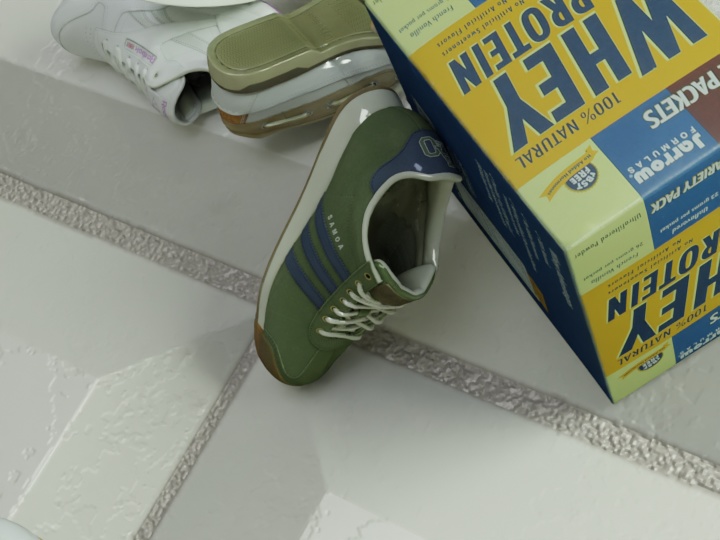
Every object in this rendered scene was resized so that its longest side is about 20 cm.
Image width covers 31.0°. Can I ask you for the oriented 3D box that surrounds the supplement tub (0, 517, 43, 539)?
[{"bbox_3d":[-0.196,0.213,0.693,0.144,0.200,0.145,-9,60,15],"label":"supplement tub"}]

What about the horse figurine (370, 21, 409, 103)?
[{"bbox_3d":[0.089,-0.176,0.870,0.050,0.133,0.200,7,66,57],"label":"horse figurine"}]

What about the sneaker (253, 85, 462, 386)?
[{"bbox_3d":[0.000,0.000,0.763,0.090,0.067,0.200,43,122,41],"label":"sneaker"}]

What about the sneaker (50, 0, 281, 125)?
[{"bbox_3d":[-0.153,-0.162,0.959,0.200,0.075,0.100,9,65,24],"label":"sneaker"}]

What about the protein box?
[{"bbox_3d":[0.130,-0.069,0.733,0.135,0.199,0.200,-34,57,-1],"label":"protein box"}]

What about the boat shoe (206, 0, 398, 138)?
[{"bbox_3d":[-0.010,-0.150,0.907,0.200,0.068,0.075,-17,50,-15],"label":"boat shoe"}]

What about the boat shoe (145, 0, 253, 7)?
[{"bbox_3d":[-0.070,-0.229,0.924,0.202,0.060,0.072,-13,36,-23],"label":"boat shoe"}]
